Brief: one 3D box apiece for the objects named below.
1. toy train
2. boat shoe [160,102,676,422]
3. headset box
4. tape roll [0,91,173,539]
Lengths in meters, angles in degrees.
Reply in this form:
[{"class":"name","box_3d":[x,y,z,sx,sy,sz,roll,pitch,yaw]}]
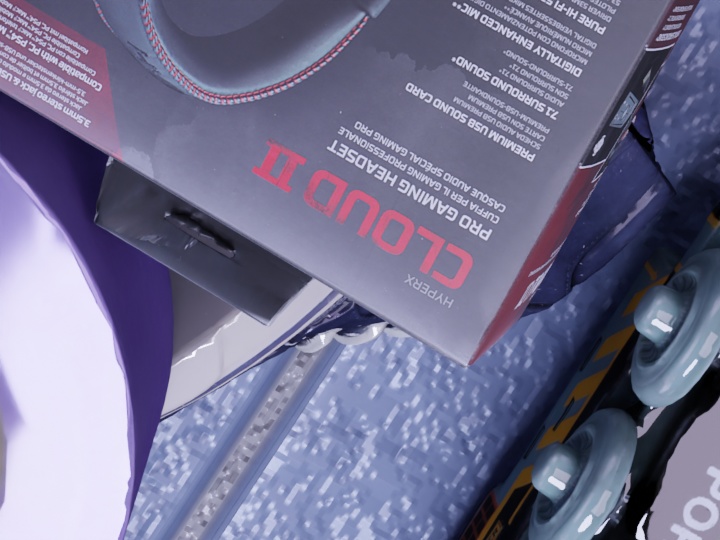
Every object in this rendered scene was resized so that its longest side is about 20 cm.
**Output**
[{"class":"toy train","box_3d":[0.083,0.065,0.829,0.085,0.114,0.200,28,101,-12]},{"class":"boat shoe","box_3d":[0.000,0.000,0.816,0.200,0.075,0.093,-35,133,7]},{"class":"headset box","box_3d":[0.006,-0.085,0.662,0.148,0.075,0.200,31,103,7]},{"class":"tape roll","box_3d":[-0.150,0.024,0.728,0.199,0.085,0.201,1,110,4]}]
